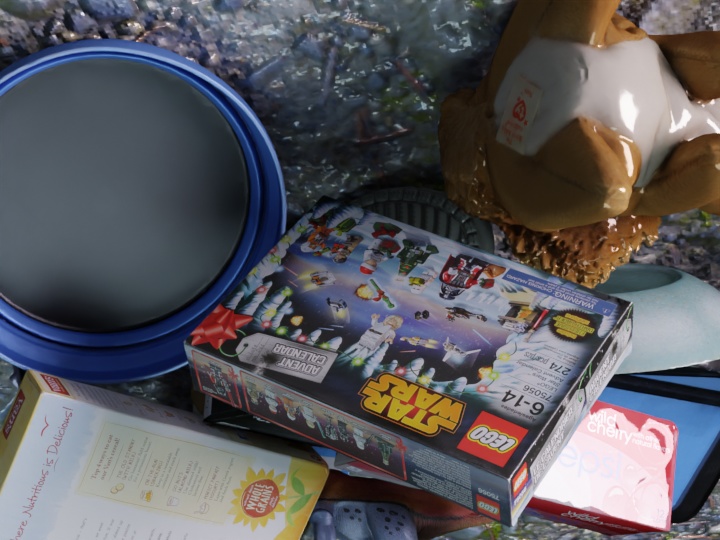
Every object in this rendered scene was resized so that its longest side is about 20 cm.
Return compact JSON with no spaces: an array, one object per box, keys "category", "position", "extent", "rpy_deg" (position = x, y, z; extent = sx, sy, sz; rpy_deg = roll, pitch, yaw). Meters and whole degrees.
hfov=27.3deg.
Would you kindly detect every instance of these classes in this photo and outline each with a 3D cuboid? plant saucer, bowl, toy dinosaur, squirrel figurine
[{"category":"plant saucer","position":[0.146,0.023,0.919],"extent":[0.198,0.039,0.201],"rpy_deg":[-5,-171,1]},{"category":"bowl","position":[-0.142,-0.033,0.825],"extent":[0.198,0.039,0.203],"rpy_deg":[-6,117,-11]},{"category":"toy dinosaur","position":[-0.008,0.157,1.008],"extent":[0.181,0.200,0.105],"rpy_deg":[45,175,-9]},{"category":"squirrel figurine","position":[0.150,-0.066,0.809],"extent":[0.185,0.143,0.199],"rpy_deg":[8,160,-31]}]

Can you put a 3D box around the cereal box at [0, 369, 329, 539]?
[{"category":"cereal box","position":[-0.131,0.151,0.878],"extent":[0.199,0.039,0.145],"rpy_deg":[20,100,-32]}]

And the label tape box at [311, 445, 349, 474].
[{"category":"label tape box","position":[-0.097,0.164,1.146],"extent":[0.141,0.067,0.200],"rpy_deg":[7,172,-12]}]

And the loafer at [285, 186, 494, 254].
[{"category":"loafer","position":[0.000,0.000,0.934],"extent":[0.198,0.076,0.069],"rpy_deg":[-10,161,30]}]

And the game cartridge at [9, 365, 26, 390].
[{"category":"game cartridge","position":[-0.182,0.140,0.990],"extent":[0.038,0.200,0.130],"rpy_deg":[-28,119,-4]}]

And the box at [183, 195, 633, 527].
[{"category":"box","position":[0.025,0.040,0.782],"extent":[0.198,0.137,0.040],"rpy_deg":[19,139,27]}]

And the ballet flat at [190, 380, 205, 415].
[{"category":"ballet flat","position":[-0.086,0.087,1.006],"extent":[0.063,0.069,0.200],"rpy_deg":[-45,169,-10]}]

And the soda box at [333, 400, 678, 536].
[{"category":"soda box","position":[0.088,0.103,0.873],"extent":[0.198,0.071,0.063],"rpy_deg":[16,162,-21]}]

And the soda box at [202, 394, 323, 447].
[{"category":"soda box","position":[0.001,0.076,0.921],"extent":[0.199,0.072,0.063],"rpy_deg":[19,158,-39]}]

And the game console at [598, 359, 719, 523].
[{"category":"game console","position":[0.223,0.116,1.004],"extent":[0.198,0.118,0.175],"rpy_deg":[11,172,-34]}]

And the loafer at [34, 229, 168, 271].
[{"category":"loafer","position":[-0.194,-0.031,0.887],"extent":[0.198,0.069,0.070],"rpy_deg":[2,167,-13]}]
